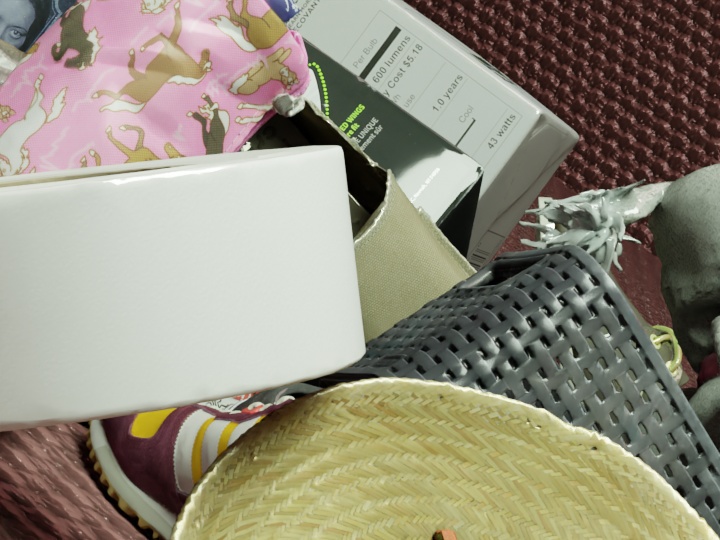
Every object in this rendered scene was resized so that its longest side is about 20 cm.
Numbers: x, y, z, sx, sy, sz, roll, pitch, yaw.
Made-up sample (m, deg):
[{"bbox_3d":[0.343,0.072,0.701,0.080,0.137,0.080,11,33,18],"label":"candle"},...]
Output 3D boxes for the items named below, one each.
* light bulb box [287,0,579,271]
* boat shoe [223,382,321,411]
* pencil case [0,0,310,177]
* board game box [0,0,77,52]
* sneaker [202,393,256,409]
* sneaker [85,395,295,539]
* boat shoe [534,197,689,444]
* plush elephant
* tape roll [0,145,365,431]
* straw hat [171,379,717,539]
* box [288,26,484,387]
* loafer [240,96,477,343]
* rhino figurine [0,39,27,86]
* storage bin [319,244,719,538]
[{"bbox_3d":[-0.030,-0.054,1.504,0.200,0.198,0.125,38,5,13],"label":"light bulb box"},{"bbox_3d":[0.034,0.097,1.210,0.200,0.070,0.066,28,-34,-14],"label":"boat shoe"},{"bbox_3d":[-0.104,-0.036,1.115,0.086,0.200,0.083,31,-14,38],"label":"pencil case"},{"bbox_3d":[-0.225,-0.118,1.299,0.200,0.136,0.035,38,1,22],"label":"board game box"},{"bbox_3d":[-0.074,0.019,1.224,0.201,0.108,0.067,30,10,-34],"label":"sneaker"},{"bbox_3d":[-0.033,0.079,1.108,0.075,0.090,0.200,28,11,-39],"label":"sneaker"},{"bbox_3d":[0.125,0.059,1.370,0.072,0.060,0.202,-50,126,-79],"label":"boat shoe"},{"bbox_3d":[0.173,0.033,1.138,0.165,0.200,0.155,122,-42,-78],"label":"plush elephant"},{"bbox_3d":[-0.101,0.005,0.934,0.202,0.071,0.202,-6,4,0],"label":"tape roll"},{"bbox_3d":[0.022,0.138,0.939,0.201,0.201,0.085,35,-33,2],"label":"straw hat"},{"bbox_3d":[-0.062,-0.033,1.355,0.200,0.124,0.149,37,-19,11],"label":"box"},{"bbox_3d":[0.000,0.000,1.229,0.200,0.076,0.068,43,-18,0],"label":"loafer"},{"bbox_3d":[-0.160,-0.068,1.192,0.087,0.200,0.060,128,-54,-77],"label":"rhino figurine"},{"bbox_3d":[0.082,0.100,1.117,0.200,0.094,0.135,58,-12,-6],"label":"storage bin"}]
